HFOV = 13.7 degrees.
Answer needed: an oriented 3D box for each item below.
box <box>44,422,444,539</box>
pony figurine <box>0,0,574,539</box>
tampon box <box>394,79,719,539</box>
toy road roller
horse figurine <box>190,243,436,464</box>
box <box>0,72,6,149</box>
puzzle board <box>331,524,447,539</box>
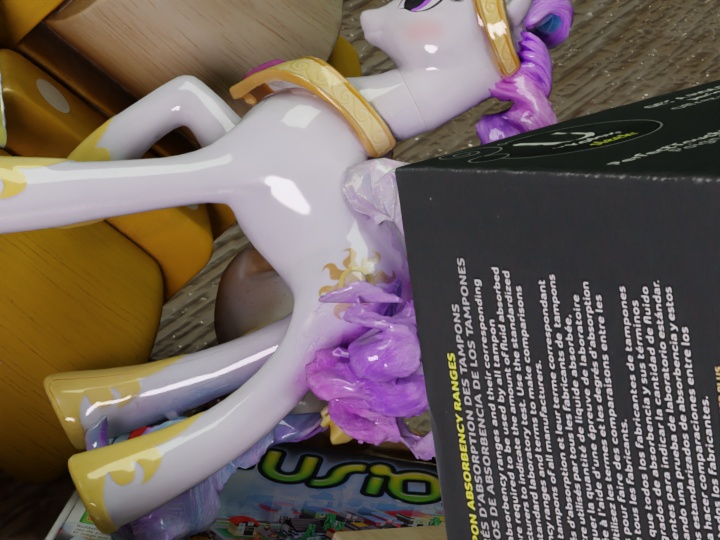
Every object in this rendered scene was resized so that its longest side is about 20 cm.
[{"bbox_3d":[0.008,0.097,0.896,0.199,0.035,0.110,8,25,8],"label":"box"},{"bbox_3d":[0.000,0.000,0.873,0.199,0.194,0.167,-26,-13,-2],"label":"pony figurine"},{"bbox_3d":[0.130,0.024,0.697,0.149,0.127,0.199,-15,12,-35],"label":"tampon box"},{"bbox_3d":[-0.096,-0.025,0.968,0.123,0.200,0.146,37,22,-30],"label":"toy road roller"},{"bbox_3d":[-0.004,0.022,1.034,0.132,0.050,0.200,4,23,-9],"label":"horse figurine"},{"bbox_3d":[-0.197,-0.026,0.945,0.050,0.199,0.076,30,39,-40],"label":"box"},{"bbox_3d":[0.110,0.103,0.806,0.199,0.018,0.150,0,20,-38],"label":"puzzle board"}]
